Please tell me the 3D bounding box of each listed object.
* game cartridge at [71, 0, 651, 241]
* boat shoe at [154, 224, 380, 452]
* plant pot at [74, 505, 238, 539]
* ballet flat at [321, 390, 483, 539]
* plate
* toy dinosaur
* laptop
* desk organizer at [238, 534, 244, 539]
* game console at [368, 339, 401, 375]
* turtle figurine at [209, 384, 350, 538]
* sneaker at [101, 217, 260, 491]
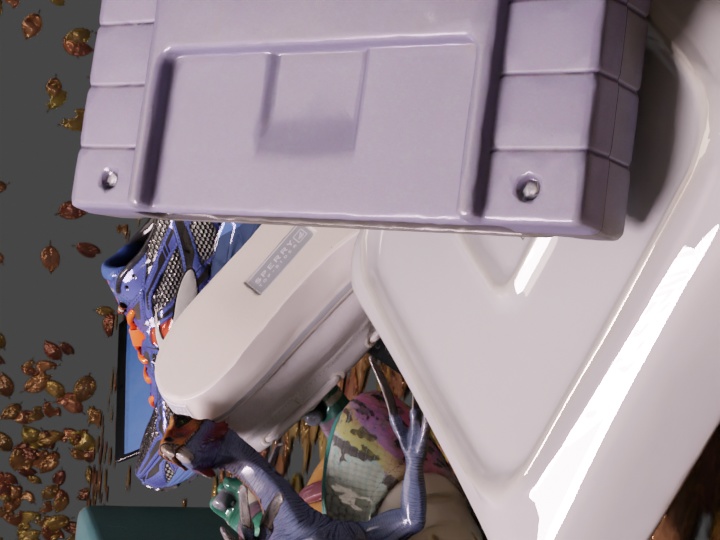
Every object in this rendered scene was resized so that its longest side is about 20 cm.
[{"bbox_3d":[-0.006,-0.078,0.511,0.199,0.038,0.131,3,87,39],"label":"game cartridge"},{"bbox_3d":[0.000,0.000,0.745,0.200,0.069,0.072,-49,42,-7],"label":"boat shoe"},{"bbox_3d":[-0.096,0.253,1.025,0.200,0.141,0.142,-129,46,-64],"label":"plant pot"},{"bbox_3d":[0.023,0.150,0.706,0.071,0.069,0.201,-12,76,58],"label":"ballet flat"},{"bbox_3d":[0.058,-0.022,0.520,0.201,0.032,0.200,-64,31,26],"label":"plate"},{"bbox_3d":[-0.021,0.132,0.659,0.181,0.105,0.201,24,110,54],"label":"toy dinosaur"},{"bbox_3d":[-0.142,0.034,1.425,0.178,0.103,0.201,-98,19,-48],"label":"laptop"},{"bbox_3d":[-0.025,0.212,0.864,0.200,0.071,0.077,-109,25,-64],"label":"desk organizer"},{"bbox_3d":[-0.037,-0.050,0.873,0.176,0.116,0.201,-154,60,-77],"label":"game console"},{"bbox_3d":[-0.022,0.111,0.816,0.201,0.100,0.150,-71,3,-46],"label":"turtle figurine"},{"bbox_3d":[-0.095,0.016,0.863,0.075,0.078,0.201,-122,41,-72],"label":"sneaker"}]
